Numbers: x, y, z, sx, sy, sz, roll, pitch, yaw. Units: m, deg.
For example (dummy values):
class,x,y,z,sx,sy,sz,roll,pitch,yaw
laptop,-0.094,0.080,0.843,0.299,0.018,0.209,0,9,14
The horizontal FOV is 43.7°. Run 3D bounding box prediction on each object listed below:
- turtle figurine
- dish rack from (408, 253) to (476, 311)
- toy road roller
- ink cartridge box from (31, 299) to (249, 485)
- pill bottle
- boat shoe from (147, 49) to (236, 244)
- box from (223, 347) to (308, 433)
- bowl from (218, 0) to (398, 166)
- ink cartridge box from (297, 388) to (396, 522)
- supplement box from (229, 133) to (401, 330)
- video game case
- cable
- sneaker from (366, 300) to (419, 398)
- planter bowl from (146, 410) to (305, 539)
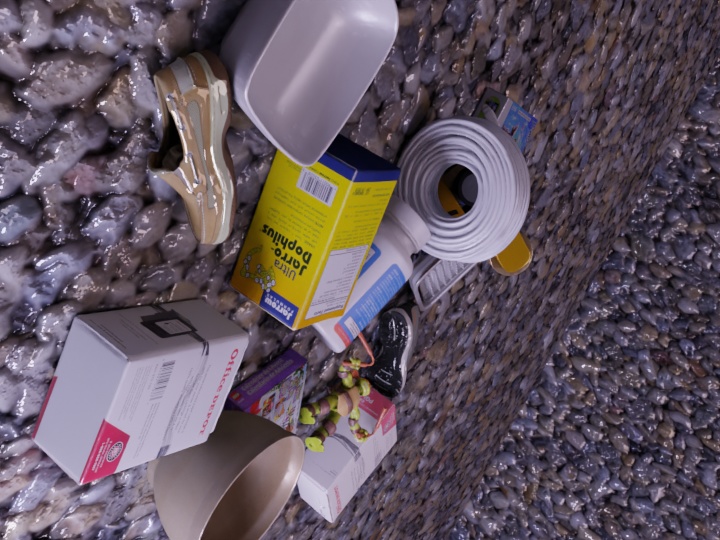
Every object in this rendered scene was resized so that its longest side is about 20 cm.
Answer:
class,x,y,z,sx,sy,sz,roll,pitch,yaw
turtle figurine,-0.034,0.208,1.462,0.160,0.064,0.203,-32,127,-40
dish rack,0.157,-0.026,1.539,0.200,0.044,0.172,-43,161,-6
toy road roller,0.157,-0.066,1.377,0.145,0.201,0.123,-34,-165,4
ink cartridge box,-0.223,0.119,0.943,0.199,0.083,0.147,-6,124,-62
pill bottle,0.000,0.000,1.191,0.200,0.112,0.113,-46,155,-10
boat shoe,-0.163,-0.104,0.836,0.075,0.071,0.203,-24,134,-30
box,-0.143,0.224,1.289,0.136,0.039,0.202,-36,148,-44
bowl,-0.055,-0.224,0.886,0.201,0.074,0.200,-57,156,-4
ink cartridge box,-0.024,0.322,1.592,0.200,0.082,0.148,-48,155,-26
supplement box,-0.054,-0.050,1.052,0.108,0.109,0.203,-11,127,-59
video game case,0.216,-0.195,1.506,0.183,0.045,0.199,-63,157,11
cable,0.139,-0.113,1.251,0.200,0.201,0.069,-43,162,25
sneaker,0.066,0.141,1.574,0.079,0.073,0.203,-39,150,-48
planter bowl,-0.182,0.258,1.129,0.200,0.134,0.202,-44,152,-31
